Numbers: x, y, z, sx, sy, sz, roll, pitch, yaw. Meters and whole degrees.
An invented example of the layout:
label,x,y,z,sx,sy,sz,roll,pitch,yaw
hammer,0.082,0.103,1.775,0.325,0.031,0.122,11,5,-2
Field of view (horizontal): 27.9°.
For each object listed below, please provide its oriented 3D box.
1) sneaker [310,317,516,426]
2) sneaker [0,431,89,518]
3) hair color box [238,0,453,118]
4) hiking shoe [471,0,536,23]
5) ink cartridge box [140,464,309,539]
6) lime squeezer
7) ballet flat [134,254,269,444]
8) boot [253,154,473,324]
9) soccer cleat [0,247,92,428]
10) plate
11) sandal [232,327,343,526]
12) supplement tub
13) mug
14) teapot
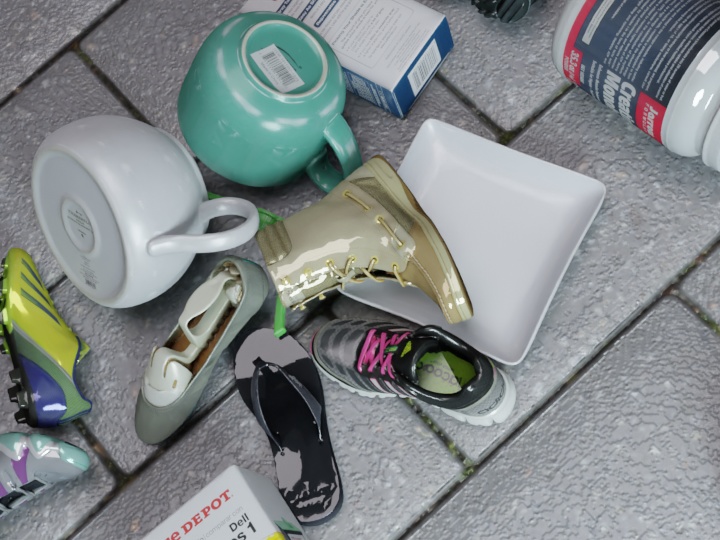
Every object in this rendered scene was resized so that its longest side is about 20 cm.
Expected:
label,x,y,z,sx,sy,sz,roll,pitch,yaw
sneaker,0.042,0.080,1.307,0.199,0.088,0.074,18,72,21
sneaker,-0.347,0.228,1.351,0.198,0.078,0.141,-6,67,22
hair color box,-0.014,-0.247,1.480,0.199,0.061,0.100,30,76,23
hiking shoe,0.112,-0.322,1.488,0.200,0.075,0.087,37,56,25
ink cartridge box,-0.099,0.291,1.241,0.145,0.084,0.200,-39,63,5
lime squeezer,-0.095,-0.026,1.417,0.071,0.038,0.201,-40,58,10
ballet flat,-0.163,0.070,1.356,0.067,0.064,0.201,35,90,32
boot,0.000,0.000,1.318,0.155,0.073,0.201,-30,56,-5
soccer cleat,-0.312,0.065,1.428,0.083,0.065,0.201,-5,57,-21
plate,0.106,-0.027,1.369,0.199,0.032,0.200,22,73,22
sandal,-0.064,0.135,1.334,0.076,0.043,0.201,-25,63,2
supplement tub,0.289,-0.195,1.337,0.200,0.140,0.140,39,80,26
mug,-0.076,-0.170,1.406,0.184,0.114,0.153,13,59,-17
teapot,-0.212,-0.068,1.401,0.146,0.197,0.201,-27,81,-35
